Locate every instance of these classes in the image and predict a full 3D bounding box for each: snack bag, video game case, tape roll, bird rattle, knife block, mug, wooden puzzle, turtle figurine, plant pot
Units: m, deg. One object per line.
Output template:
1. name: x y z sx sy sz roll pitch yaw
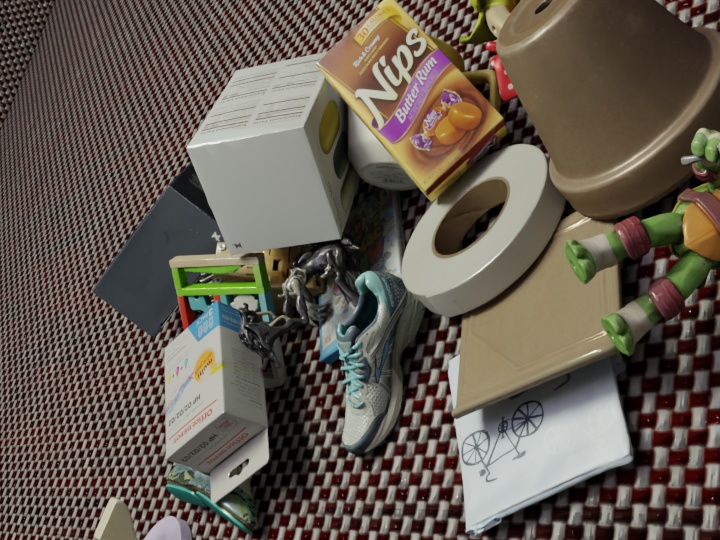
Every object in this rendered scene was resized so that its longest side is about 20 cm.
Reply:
1. snack bag: 0.162 0.123 0.873 0.187 0.021 0.202 -35 39 31
2. video game case: 0.000 0.000 1.177 0.142 0.018 0.203 -34 42 32
3. tape roll: 0.125 -0.044 0.990 0.202 0.037 0.204 -39 25 21
4. bird rattle: 0.192 -0.292 1.065 0.161 0.114 0.201 -29 38 -4
5. knife block: -0.132 0.028 1.288 0.196 0.176 0.065 0 66 8
6. mug: 0.057 -0.188 1.139 0.185 0.148 0.156 -16 61 53
7. wooden puzzle: 0.168 0.036 0.890 0.184 0.037 0.202 -30 32 37
8. turtle figurine: 0.266 -0.022 0.716 0.192 0.145 0.201 -30 33 3
9. plant pot: 0.219 -0.179 0.852 0.200 0.174 0.201 -40 22 20

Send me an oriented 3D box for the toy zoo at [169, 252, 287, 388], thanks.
1. toy zoo: -0.165 0.078 1.206 0.129 0.204 0.020 -1 19 22

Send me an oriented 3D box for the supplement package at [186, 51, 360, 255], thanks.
1. supplement package: -0.092 -0.146 1.160 0.148 0.154 0.201 -7 34 18

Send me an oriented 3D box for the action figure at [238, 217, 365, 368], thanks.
1. action figure: -0.052 0.029 1.125 0.200 0.103 0.118 -42 21 -21

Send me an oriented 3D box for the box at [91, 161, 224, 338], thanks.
1. box: -0.277 -0.037 1.411 0.198 0.117 0.200 -51 11 12

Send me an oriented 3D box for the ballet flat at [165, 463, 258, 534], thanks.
1. ballet flat: -0.176 0.264 1.171 0.198 0.074 0.075 7 71 50

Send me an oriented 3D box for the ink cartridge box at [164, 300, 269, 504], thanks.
1. ink cartridge box: -0.172 0.153 1.115 0.115 0.067 0.202 -40 42 29

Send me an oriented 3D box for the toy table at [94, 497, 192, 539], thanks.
1. toy table: -0.302 0.396 1.188 0.182 0.116 0.203 -13 54 46

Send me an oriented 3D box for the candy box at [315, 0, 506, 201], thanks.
1. candy box: 0.055 -0.192 1.058 0.116 0.056 0.201 -41 73 3

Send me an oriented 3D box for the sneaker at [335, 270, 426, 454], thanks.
1. sneaker: 0.002 0.096 1.034 0.077 0.085 0.204 4 77 50
